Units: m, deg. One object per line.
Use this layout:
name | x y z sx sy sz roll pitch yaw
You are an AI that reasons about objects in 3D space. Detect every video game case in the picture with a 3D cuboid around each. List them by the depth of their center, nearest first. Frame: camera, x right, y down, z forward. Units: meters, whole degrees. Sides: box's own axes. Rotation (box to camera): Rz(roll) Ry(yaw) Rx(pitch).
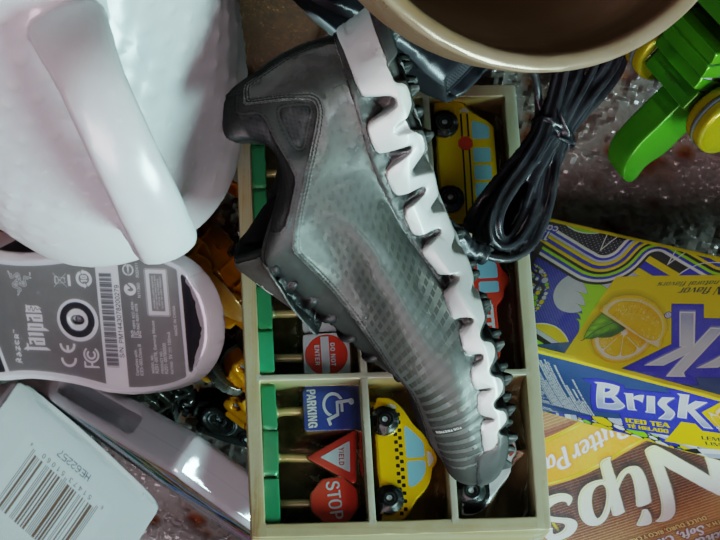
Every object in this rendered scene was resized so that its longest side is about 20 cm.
video game case | -0.051 0.114 1.075 0.200 0.024 0.182 39 170 -30

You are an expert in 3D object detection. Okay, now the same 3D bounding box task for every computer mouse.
computer mouse | 0.012 -0.088 0.939 0.200 0.141 0.046 28 168 -30
computer mouse | -0.150 0.017 1.030 0.200 0.044 0.110 3 107 16

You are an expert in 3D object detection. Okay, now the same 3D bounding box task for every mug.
mug | -0.111 -0.081 0.897 0.148 0.200 0.175 -24 129 -7

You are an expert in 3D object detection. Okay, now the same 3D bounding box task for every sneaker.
sneaker | 0.000 0.000 0.896 0.090 0.066 0.200 -18 109 3

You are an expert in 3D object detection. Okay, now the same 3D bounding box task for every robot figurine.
robot figurine | -0.087 0.001 1.070 0.200 0.058 0.145 36 133 -13

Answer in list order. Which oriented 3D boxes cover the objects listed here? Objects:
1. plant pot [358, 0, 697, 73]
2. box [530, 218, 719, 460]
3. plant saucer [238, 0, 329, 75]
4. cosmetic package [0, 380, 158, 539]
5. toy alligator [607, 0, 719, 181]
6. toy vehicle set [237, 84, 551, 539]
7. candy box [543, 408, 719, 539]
plant pot | 0.049 -0.178 0.869 0.201 0.093 0.201 -4 99 -26
box | 0.155 0.039 0.984 0.200 0.070 0.064 15 155 34
plant saucer | -0.078 -0.144 0.985 0.200 0.034 0.200 6 126 9
cosmetic package | -0.198 0.122 1.134 0.102 0.074 0.200 46 149 -21
toy alligator | 0.167 -0.115 0.942 0.054 0.059 0.200 -4 135 -40
toy vehicle set | 0.011 0.018 0.977 0.124 0.200 0.027 -2 162 -4
candy box | 0.096 0.093 1.102 0.200 0.055 0.116 -12 123 20
